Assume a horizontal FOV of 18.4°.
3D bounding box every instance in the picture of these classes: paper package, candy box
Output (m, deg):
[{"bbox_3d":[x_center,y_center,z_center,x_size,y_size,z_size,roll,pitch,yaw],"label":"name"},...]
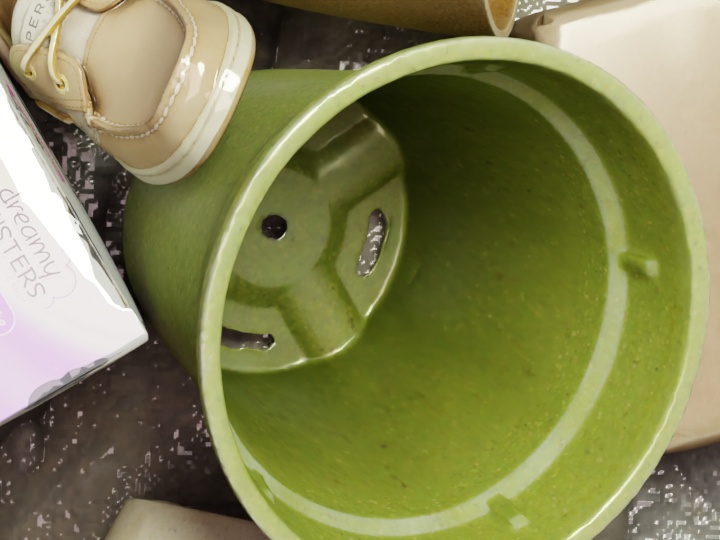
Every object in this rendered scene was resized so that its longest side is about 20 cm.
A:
[{"bbox_3d":[0.177,-0.035,0.921,0.199,0.103,0.191,-15,93,-6],"label":"paper package"},{"bbox_3d":[-0.150,-0.032,0.837,0.071,0.200,0.168,-30,93,-5],"label":"candy box"}]

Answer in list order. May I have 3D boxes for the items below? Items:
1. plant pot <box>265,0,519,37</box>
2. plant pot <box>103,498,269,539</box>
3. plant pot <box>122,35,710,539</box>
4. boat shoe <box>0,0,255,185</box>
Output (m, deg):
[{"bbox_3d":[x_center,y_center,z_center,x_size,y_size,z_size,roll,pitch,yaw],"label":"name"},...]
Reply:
[{"bbox_3d":[-0.040,-0.185,0.875,0.199,0.186,0.187,2,90,12],"label":"plant pot"},{"bbox_3d":[-0.047,0.191,0.862,0.199,0.200,0.178,12,78,-6],"label":"plant pot"},{"bbox_3d":[0.000,0.000,0.846,0.200,0.184,0.201,-6,105,-24],"label":"plant pot"},{"bbox_3d":[-0.101,-0.084,0.839,0.069,0.200,0.074,25,91,-26],"label":"boat shoe"}]
